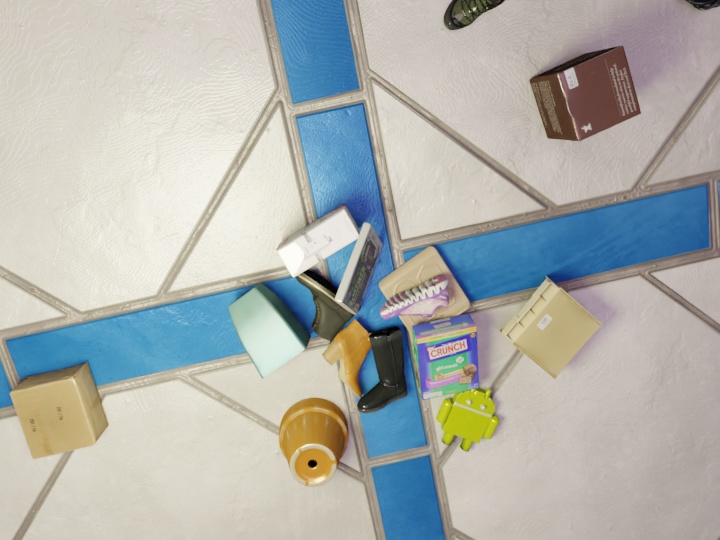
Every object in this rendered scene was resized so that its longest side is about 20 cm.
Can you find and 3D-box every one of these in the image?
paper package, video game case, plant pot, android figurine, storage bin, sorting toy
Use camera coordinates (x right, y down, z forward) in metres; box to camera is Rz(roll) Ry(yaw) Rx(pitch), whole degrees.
[{"bbox_3d":[-0.799,0.371,1.619,0.187,0.104,0.203,-12,105,0],"label":"paper package"},{"bbox_3d":[0.000,0.000,1.524,0.023,0.182,0.203,19,82,16],"label":"video game case"},{"bbox_3d":[-0.127,0.479,1.651,0.196,0.183,0.204,-1,104,-4],"label":"plant pot"},{"bbox_3d":[0.310,0.418,1.744,0.180,0.041,0.203,22,103,-9],"label":"android figurine"},{"bbox_3d":[0.516,0.154,1.667,0.198,0.094,0.201,38,98,-11],"label":"storage bin"},{"bbox_3d":[-0.245,0.143,1.589,0.140,0.141,0.202,-33,96,4],"label":"plant pot"},{"bbox_3d":[0.174,0.063,1.653,0.184,0.036,0.201,-34,99,4],"label":"sorting toy"}]

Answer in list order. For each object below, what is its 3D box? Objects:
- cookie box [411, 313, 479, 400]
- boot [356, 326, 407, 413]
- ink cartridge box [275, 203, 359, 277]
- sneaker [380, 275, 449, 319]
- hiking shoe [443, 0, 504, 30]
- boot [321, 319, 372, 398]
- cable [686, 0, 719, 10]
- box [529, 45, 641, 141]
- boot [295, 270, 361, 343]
[{"bbox_3d":[0.231,0.235,1.651,0.168,0.075,0.203,-11,116,-6],"label":"cookie box"},{"bbox_3d":[0.051,0.267,1.650,0.163,0.065,0.203,-20,115,-31],"label":"boot"},{"bbox_3d":[-0.104,-0.079,1.538,0.198,0.147,0.084,-31,101,5],"label":"ink cartridge box"},{"bbox_3d":[0.150,0.093,1.603,0.197,0.081,0.090,-23,108,2],"label":"sneaker"},{"bbox_3d":[0.287,-0.650,1.452,0.199,0.101,0.076,-34,103,4],"label":"hiking shoe"},{"bbox_3d":[-0.005,0.243,1.666,0.144,0.071,0.202,-41,121,-13],"label":"boot"},{"bbox_3d":[0.874,-0.742,1.498,0.198,0.051,0.164,-33,103,5],"label":"cable"},{"bbox_3d":[0.538,-0.424,1.474,0.162,0.200,0.168,-23,105,1],"label":"box"},{"bbox_3d":[-0.116,0.097,1.620,0.199,0.078,0.139,35,104,-10],"label":"boot"}]
